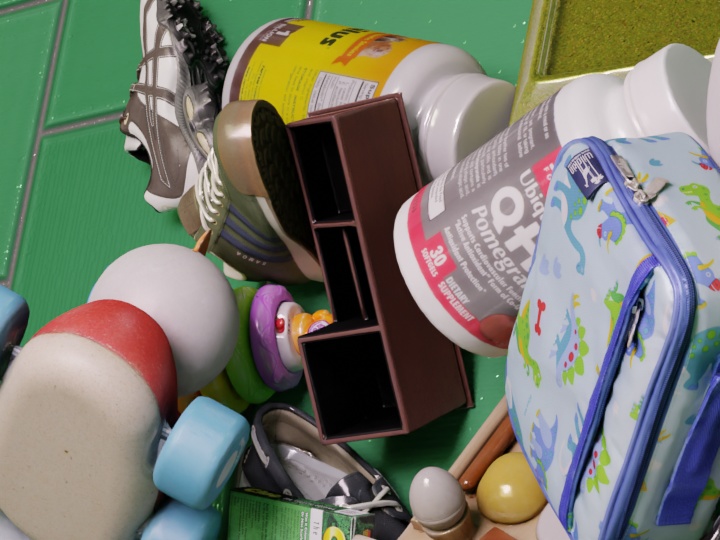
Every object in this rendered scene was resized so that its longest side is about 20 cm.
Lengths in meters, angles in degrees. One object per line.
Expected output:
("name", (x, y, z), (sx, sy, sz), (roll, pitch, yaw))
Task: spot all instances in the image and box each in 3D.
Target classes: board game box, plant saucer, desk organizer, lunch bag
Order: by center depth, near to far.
("lunch bag", (0.143, 0.040, 1.206), (0.161, 0.082, 0.201), (-115, 30, -45))
("board game box", (-0.042, 0.235, 1.380), (0.105, 0.023, 0.201), (8, 96, 43))
("plant saucer", (0.183, -0.159, 1.412), (0.199, 0.048, 0.201), (-7, 50, 25))
("desk organizer", (0.000, 0.000, 1.423), (0.071, 0.077, 0.201), (-10, 96, 33))

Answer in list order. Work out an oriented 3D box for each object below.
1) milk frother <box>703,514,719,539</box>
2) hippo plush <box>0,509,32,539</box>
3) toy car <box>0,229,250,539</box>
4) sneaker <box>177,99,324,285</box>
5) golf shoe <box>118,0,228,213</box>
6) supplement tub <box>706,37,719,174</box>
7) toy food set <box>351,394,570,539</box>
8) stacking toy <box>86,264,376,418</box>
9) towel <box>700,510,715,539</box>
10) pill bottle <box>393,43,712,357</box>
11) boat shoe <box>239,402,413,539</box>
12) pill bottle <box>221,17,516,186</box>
("milk frother", (0.259, 0.173, 1.169), (0.188, 0.181, 0.200), (33, 54, 10))
("hippo plush", (-0.201, 0.212, 1.516), (0.160, 0.159, 0.201), (13, 84, 12))
("toy car", (-0.136, 0.060, 1.422), (0.184, 0.177, 0.200), (27, 46, 9))
("sneaker", (-0.078, -0.041, 1.479), (0.089, 0.200, 0.067), (-3, 64, 16))
("golf shoe", (-0.141, -0.130, 1.673), (0.094, 0.078, 0.200), (-33, 49, 19))
("supplement tub", (0.293, -0.081, 1.182), (0.199, 0.144, 0.145), (1, 67, 38))
("toy food set", (0.104, 0.104, 1.333), (0.143, 0.061, 0.200), (13, 54, 41))
("stacking toy", (-0.073, 0.049, 1.519), (0.199, 0.110, 0.117), (-9, 61, 21))
("towel", (0.116, 0.217, 1.320), (0.146, 0.030, 0.201), (1, 65, 38))
("pill bottle", (0.123, -0.042, 1.323), (0.200, 0.110, 0.111), (-35, 48, 33))
("boat shoe", (-0.011, 0.148, 1.411), (0.200, 0.075, 0.061), (33, 127, 42))
("pill bottle", (0.011, -0.100, 1.516), (0.200, 0.109, 0.110), (16, 76, 41))
